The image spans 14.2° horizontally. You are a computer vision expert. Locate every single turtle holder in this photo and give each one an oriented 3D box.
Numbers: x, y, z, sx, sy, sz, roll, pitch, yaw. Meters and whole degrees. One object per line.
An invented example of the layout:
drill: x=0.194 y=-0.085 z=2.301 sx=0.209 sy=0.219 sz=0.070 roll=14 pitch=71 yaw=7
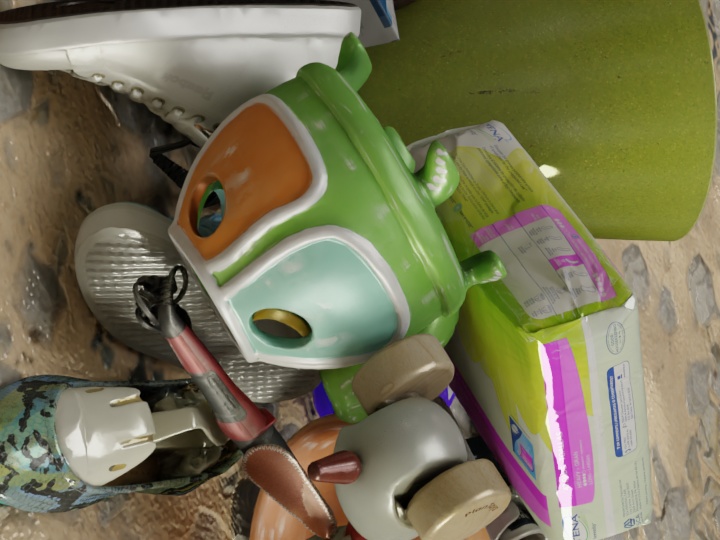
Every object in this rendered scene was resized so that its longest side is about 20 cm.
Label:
turtle holder: x=-0.018 y=-0.014 z=1.448 sx=0.141 sy=0.132 sz=0.186 roll=55 pitch=-6 yaw=19

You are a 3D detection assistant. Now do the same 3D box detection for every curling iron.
curling iron: x=-0.058 y=0.069 z=1.472 sx=0.200 sy=0.026 sz=0.050 roll=55 pitch=21 yaw=-35

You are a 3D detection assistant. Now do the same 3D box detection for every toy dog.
toy dog: x=-0.007 y=0.123 z=1.431 sx=0.096 sy=0.132 sz=0.200 roll=-11 pitch=132 yaw=-32

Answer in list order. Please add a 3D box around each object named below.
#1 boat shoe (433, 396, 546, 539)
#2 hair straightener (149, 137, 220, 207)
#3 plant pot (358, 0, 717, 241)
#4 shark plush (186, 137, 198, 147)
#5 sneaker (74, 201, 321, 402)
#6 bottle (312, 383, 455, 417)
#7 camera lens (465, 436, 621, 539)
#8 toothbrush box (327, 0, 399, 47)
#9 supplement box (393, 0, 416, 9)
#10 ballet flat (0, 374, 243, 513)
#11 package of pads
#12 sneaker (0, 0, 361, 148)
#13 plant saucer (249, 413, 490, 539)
boat shoe: x=0.067 y=0.146 z=1.556 sx=0.072 sy=0.066 sz=0.200 roll=23 pitch=45 yaw=-53
hair straightener: x=-0.060 y=-0.073 z=1.595 sx=0.200 sy=0.041 sz=0.077 roll=-2 pitch=104 yaw=-64
plant pot: x=0.083 y=-0.101 z=1.716 sx=0.187 sy=0.200 sz=0.187 roll=174 pitch=-90 yaw=-75
shark plush: x=-0.107 y=-0.152 z=1.533 sx=0.200 sy=0.091 sz=0.083 roll=53 pitch=10 yaw=-36
sneaker: x=-0.091 y=0.001 z=1.535 sx=0.200 sy=0.074 sz=0.082 roll=44 pitch=28 yaw=-52
bottle: x=0.037 y=0.020 z=1.734 sx=0.200 sy=0.083 sz=0.065 roll=-61 pitch=154 yaw=-46
camera lens: x=0.084 y=0.207 z=1.700 sx=0.160 sy=0.160 sz=0.200 roll=-41 pitch=120 yaw=-57
toothbrush box: x=-0.043 y=-0.230 z=1.574 sx=0.146 sy=0.085 sz=0.200 roll=54 pitch=25 yaw=-72
supplement box: x=0.008 y=-0.227 z=1.748 sx=0.200 sy=0.073 sz=0.126 roll=27 pitch=62 yaw=-58
ballet flat: x=-0.119 y=0.080 z=1.451 sx=0.200 sy=0.074 sz=0.074 roll=-4 pitch=87 yaw=-62
package of pads: x=0.087 y=0.028 z=1.541 sx=0.200 sy=0.068 sz=0.155 roll=-123 pitch=-161 yaw=-53
sneaker: x=-0.093 y=-0.095 z=1.465 sx=0.200 sy=0.073 sz=0.085 roll=-1 pitch=101 yaw=-23
plant saucer: x=0.012 y=0.173 z=1.537 sx=0.037 sy=0.200 sz=0.200 roll=-6 pitch=89 yaw=-39
